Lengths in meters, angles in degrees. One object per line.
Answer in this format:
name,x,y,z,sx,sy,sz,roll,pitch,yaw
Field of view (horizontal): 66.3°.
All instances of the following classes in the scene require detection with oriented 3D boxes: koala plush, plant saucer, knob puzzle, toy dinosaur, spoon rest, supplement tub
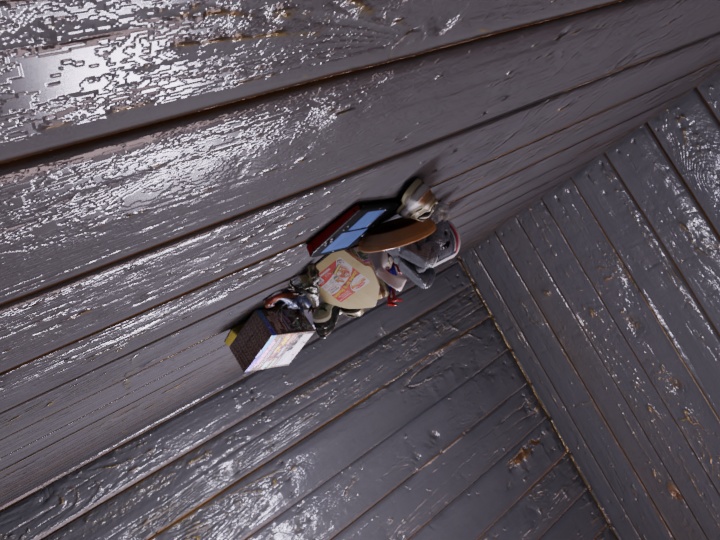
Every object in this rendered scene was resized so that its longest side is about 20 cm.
koala plush,0.186,-0.095,1.597,0.200,0.183,0.179,-45,157,-21
plant saucer,-0.323,0.184,1.753,0.198,0.049,0.200,-27,171,-27
knob puzzle,-0.033,0.030,1.459,0.218,0.219,0.031,-35,-154,36
toy dinosaur,-0.140,0.053,1.453,0.086,0.048,0.202,9,146,10
plant saucer,0.086,-0.094,1.340,0.196,0.038,0.200,-17,-167,4
spoon rest,0.059,-0.014,1.549,0.060,0.200,0.101,15,110,-31
supplement tub,0.220,-0.080,1.789,0.198,0.142,0.140,-23,170,-42
toy dinosaur,-0.202,0.083,1.574,0.103,0.204,0.182,-9,148,20

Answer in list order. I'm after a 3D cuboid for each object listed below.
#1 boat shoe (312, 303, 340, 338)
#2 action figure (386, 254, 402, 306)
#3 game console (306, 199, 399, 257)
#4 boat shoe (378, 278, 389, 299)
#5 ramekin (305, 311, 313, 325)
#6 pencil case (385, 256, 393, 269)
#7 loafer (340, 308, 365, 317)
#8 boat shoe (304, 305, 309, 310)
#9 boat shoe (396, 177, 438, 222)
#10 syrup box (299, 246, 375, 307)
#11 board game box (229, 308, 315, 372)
boat shoe,-0.093,0.129,1.596,0.070,0.069,0.200,-11,-163,14
action figure,0.100,0.007,1.729,0.051,0.204,0.066,1,157,-18
game console,-0.015,-0.093,1.212,0.176,0.031,0.199,-35,172,30
boat shoe,0.008,0.046,1.728,0.073,0.077,0.199,-30,-156,-26
ramekin,-0.130,0.125,1.926,0.198,0.099,0.201,-29,173,-4
pencil case,0.000,0.000,1.666,0.197,0.079,0.089,-28,-147,-14
loafer,-0.027,0.105,1.690,0.077,0.068,0.199,-64,-155,-8
boat shoe,-0.107,0.064,1.721,0.198,0.073,0.063,-35,175,-17
boat shoe,0.130,-0.144,1.248,0.075,0.068,0.200,-48,174,-2
syrup box,-0.064,0.016,1.537,0.199,0.082,0.078,-35,174,25
board game box,-0.261,0.204,1.648,0.160,0.097,0.198,-51,154,22
